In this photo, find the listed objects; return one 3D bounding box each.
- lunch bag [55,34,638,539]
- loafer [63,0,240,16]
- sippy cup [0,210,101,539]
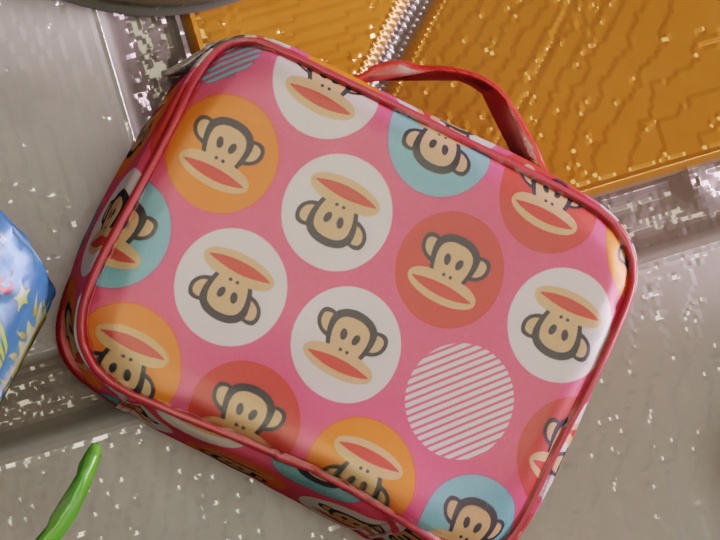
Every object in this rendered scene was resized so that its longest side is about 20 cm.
[{"bbox_3d":[0.000,0.000,1.080,0.200,0.082,0.177,28,80,-9],"label":"lunch bag"},{"bbox_3d":[-0.111,-0.139,1.069,0.199,0.070,0.075,0,86,-13],"label":"loafer"},{"bbox_3d":[-0.182,0.029,1.017,0.178,0.139,0.130,48,66,-29],"label":"sippy cup"}]
